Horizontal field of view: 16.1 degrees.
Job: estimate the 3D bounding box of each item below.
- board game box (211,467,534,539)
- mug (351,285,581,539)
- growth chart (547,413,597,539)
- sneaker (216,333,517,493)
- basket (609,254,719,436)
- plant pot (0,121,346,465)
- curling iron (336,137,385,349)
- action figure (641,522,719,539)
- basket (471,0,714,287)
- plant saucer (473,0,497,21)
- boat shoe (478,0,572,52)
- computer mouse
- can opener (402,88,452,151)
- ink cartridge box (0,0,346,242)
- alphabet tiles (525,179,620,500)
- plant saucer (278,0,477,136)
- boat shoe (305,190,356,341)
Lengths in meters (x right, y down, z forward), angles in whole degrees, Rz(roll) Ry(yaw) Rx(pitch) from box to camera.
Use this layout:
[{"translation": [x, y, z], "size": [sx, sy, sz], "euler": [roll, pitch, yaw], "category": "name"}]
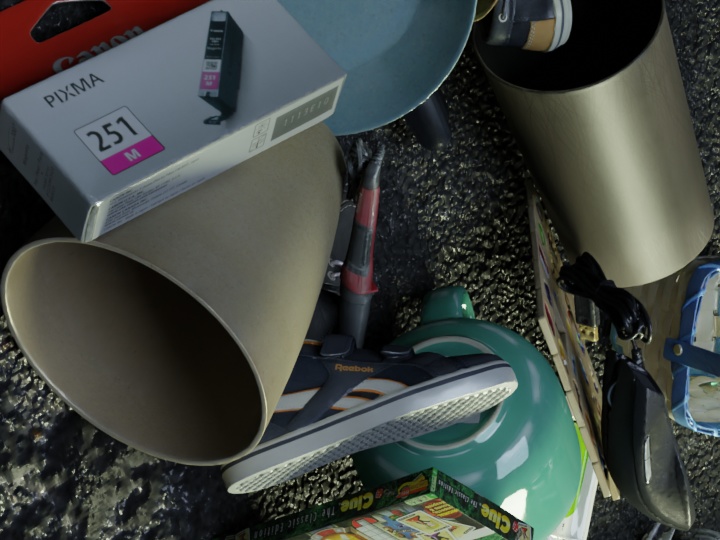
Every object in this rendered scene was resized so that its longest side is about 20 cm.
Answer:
[{"translation": [0.006, 0.182, 1.682], "size": [0.105, 0.199, 0.024], "euler": [30, 52, -38], "category": "board game box"}, {"translation": [0.058, 0.100, 1.730], "size": [0.152, 0.185, 0.115], "euler": [-39, 147, -9], "category": "mug"}, {"translation": [0.109, 0.153, 1.872], "size": [0.199, 0.018, 0.146], "euler": [2, 95, -40], "category": "growth chart"}, {"translation": [-0.002, 0.075, 1.632], "size": [0.199, 0.078, 0.080], "euler": [-17, 72, -3], "category": "sneaker"}, {"translation": [0.298, 0.056, 1.888], "size": [0.175, 0.199, 0.140], "euler": [-2, 98, -38], "category": "basket"}, {"translation": [-0.093, -0.014, 1.591], "size": [0.200, 0.186, 0.188], "euler": [-55, 127, -36], "category": "plant pot"}, {"translation": [0.000, 0.000, 1.655], "size": [0.050, 0.025, 0.201], "euler": [-81, 176, -57], "category": "curling iron"}, {"translation": [0.269, 0.271, 1.990], "size": [0.199, 0.069, 0.131], "euler": [26, 90, -35], "category": "action figure"}, {"translation": [0.173, -0.100, 1.803], "size": [0.135, 0.181, 0.201], "euler": [-21, 126, 3], "category": "basket"}, {"translation": [0.061, -0.262, 1.643], "size": [0.035, 0.200, 0.202], "euler": [-17, 108, -22], "category": "plant saucer"}, {"translation": [0.090, -0.241, 1.724], "size": [0.062, 0.075, 0.201], "euler": [-9, 74, -14], "category": "boat shoe"}, {"translation": [0.177, 0.087, 1.797], "size": [0.046, 0.141, 0.201], "euler": [-21, 119, -9], "category": "computer mouse"}, {"translation": [0.012, -0.166, 1.722], "size": [0.200, 0.078, 0.064], "euler": [54, 26, -35], "category": "can opener"}, {"translation": [-0.137, -0.125, 1.532], "size": [0.199, 0.174, 0.044], "euler": [-30, 156, -32], "category": "ink cartridge box"}, {"translation": [0.153, 0.060, 1.820], "size": [0.007, 0.168, 0.201], "euler": [-15, 124, 11], "category": "alphabet tiles"}, {"translation": [-0.022, -0.189, 1.640], "size": [0.199, 0.039, 0.203], "euler": [1, 106, 5], "category": "plant saucer"}, {"translation": [-0.031, 0.043, 1.713], "size": [0.067, 0.057, 0.201], "euler": [30, 78, -38], "category": "boat shoe"}]
